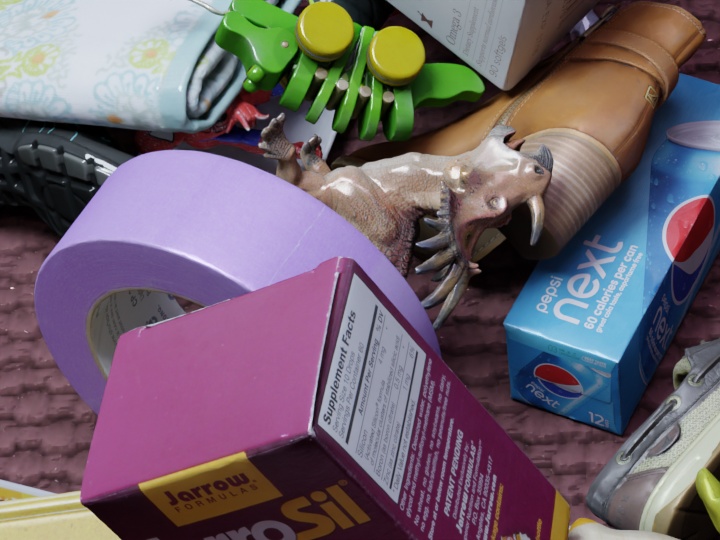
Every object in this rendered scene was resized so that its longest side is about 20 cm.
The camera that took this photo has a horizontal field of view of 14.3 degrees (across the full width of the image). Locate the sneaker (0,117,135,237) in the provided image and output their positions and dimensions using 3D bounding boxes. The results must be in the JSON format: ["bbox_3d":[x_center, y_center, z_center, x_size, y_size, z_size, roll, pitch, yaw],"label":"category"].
[{"bbox_3d":[-0.163,-0.065,1.585,0.199,0.076,0.079,18,45,37],"label":"sneaker"}]

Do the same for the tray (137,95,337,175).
[{"bbox_3d":[-0.069,-0.067,1.627,0.107,0.022,0.201,10,52,14],"label":"tray"}]

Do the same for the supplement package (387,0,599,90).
[{"bbox_3d":[0.042,-0.215,1.495,0.200,0.117,0.117,39,65,15],"label":"supplement package"}]

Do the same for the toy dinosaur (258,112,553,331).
[{"bbox_3d":[0.000,0.000,1.457,0.135,0.200,0.086,39,34,14],"label":"toy dinosaur"}]

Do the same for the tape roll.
[{"bbox_3d":[-0.061,0.035,1.422,0.199,0.201,0.066,20,54,22],"label":"tape roll"}]

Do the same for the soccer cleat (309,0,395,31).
[{"bbox_3d":[0.026,-0.198,1.583,0.081,0.068,0.200,-12,35,33],"label":"soccer cleat"}]

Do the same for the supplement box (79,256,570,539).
[{"bbox_3d":[-0.010,0.105,1.294,0.130,0.200,0.104,-18,41,31],"label":"supplement box"}]

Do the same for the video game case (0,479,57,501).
[{"bbox_3d":[-0.144,0.196,1.414,0.199,0.023,0.183,12,52,17],"label":"video game case"}]

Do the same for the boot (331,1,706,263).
[{"bbox_3d":[0.087,-0.079,1.543,0.200,0.074,0.155,10,56,49],"label":"boot"}]

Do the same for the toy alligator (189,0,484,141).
[{"bbox_3d":[-0.034,-0.107,1.489,0.199,0.059,0.055,18,67,-8],"label":"toy alligator"}]

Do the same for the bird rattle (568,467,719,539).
[{"bbox_3d":[0.133,0.190,1.319,0.162,0.113,0.201,16,65,35],"label":"bird rattle"}]

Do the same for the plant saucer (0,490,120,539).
[{"bbox_3d":[-0.153,0.180,1.382,0.199,0.049,0.201,-7,49,0],"label":"plant saucer"}]

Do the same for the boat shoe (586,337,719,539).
[{"bbox_3d":[0.186,0.062,1.453,0.065,0.073,0.200,25,52,27],"label":"boat shoe"}]

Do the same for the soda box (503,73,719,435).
[{"bbox_3d":[0.148,-0.014,1.529,0.068,0.064,0.200,18,55,21],"label":"soda box"}]

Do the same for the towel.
[{"bbox_3d":[-0.120,-0.147,1.595,0.170,0.048,0.200,4,40,31],"label":"towel"}]

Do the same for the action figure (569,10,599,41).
[{"bbox_3d":[0.125,-0.226,1.666,0.134,0.149,0.200,36,48,24],"label":"action figure"}]

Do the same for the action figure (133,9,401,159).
[{"bbox_3d":[-0.030,-0.105,1.595,0.199,0.065,0.099,-31,44,-19],"label":"action figure"}]
